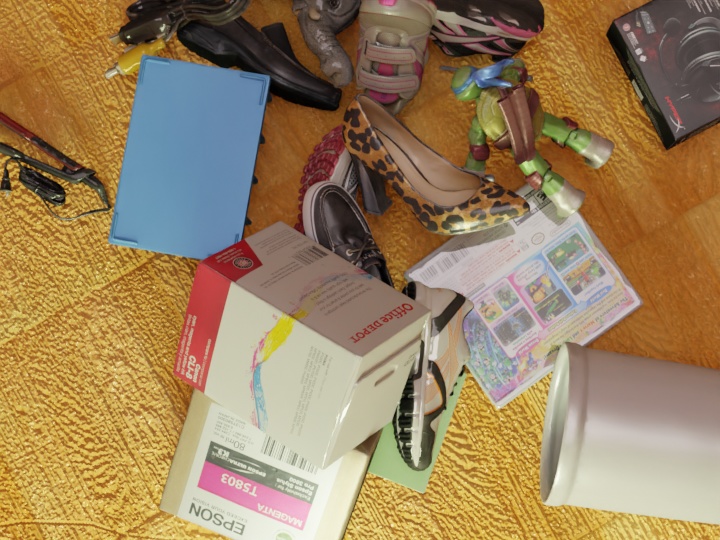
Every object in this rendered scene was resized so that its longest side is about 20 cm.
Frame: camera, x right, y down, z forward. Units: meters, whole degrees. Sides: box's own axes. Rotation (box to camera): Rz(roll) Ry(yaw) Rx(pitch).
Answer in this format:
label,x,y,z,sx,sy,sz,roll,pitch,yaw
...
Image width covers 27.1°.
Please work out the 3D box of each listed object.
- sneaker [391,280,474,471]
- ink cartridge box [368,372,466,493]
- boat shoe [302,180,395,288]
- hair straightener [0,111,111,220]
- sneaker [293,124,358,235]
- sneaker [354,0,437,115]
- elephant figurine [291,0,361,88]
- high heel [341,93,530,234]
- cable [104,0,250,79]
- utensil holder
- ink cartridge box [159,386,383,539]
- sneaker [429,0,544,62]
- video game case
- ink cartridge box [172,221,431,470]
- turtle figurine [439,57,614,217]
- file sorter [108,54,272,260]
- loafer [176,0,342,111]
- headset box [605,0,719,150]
label,x,y,z,sx,sy,sz,roll,pitch,yaw
sneaker,0.081,0.114,1.591,0.079,0.074,0.202,5,91,-18
ink cartridge box,0.000,0.142,1.627,0.199,0.048,0.147,20,86,6
boat shoe,0.000,0.000,1.565,0.070,0.066,0.202,-20,96,-27
hair straightener,-0.369,-0.112,1.667,0.199,0.041,0.077,32,88,-1
sneaker,-0.028,-0.065,1.635,0.074,0.080,0.202,17,85,-26
sneaker,0.035,-0.225,1.567,0.081,0.200,0.089,9,71,10
elephant figurine,-0.047,-0.319,1.624,0.199,0.141,0.156,33,110,6
high heel,0.074,-0.112,1.535,0.199,0.143,0.072,8,41,27
cable,-0.194,-0.271,1.624,0.199,0.050,0.098,-14,42,25
utensil holder,0.298,0.172,1.554,0.198,0.170,0.172,8,86,1
ink cartridge box,-0.096,0.208,1.578,0.199,0.075,0.166,20,114,4
sneaker,0.094,-0.271,1.616,0.199,0.086,0.081,20,51,-11
video game case,0.178,0.020,1.641,0.199,0.024,0.183,-35,86,-1
ink cartridge box,-0.059,0.073,1.506,0.199,0.145,0.146,30,121,22
turtle figurine,0.160,-0.148,1.613,0.193,0.200,0.144,34,49,-13
file sorter,-0.176,-0.111,1.613,0.138,0.123,0.202,10,86,3
loafer,-0.103,-0.242,1.646,0.199,0.073,0.073,29,84,3
headset box,0.391,-0.245,1.624,0.199,0.077,0.150,-26,85,2
